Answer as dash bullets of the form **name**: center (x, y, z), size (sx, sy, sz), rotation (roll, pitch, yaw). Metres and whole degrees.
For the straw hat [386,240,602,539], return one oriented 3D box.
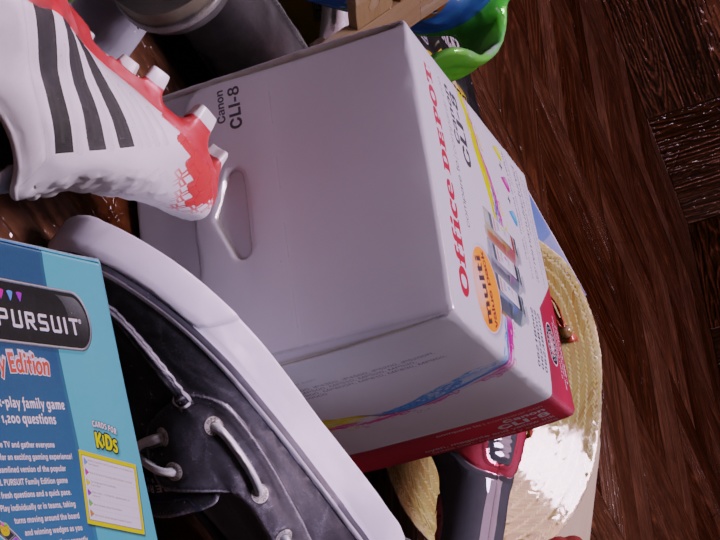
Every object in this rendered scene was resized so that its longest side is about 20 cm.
- **straw hat**: center (0.057, 0.076, 0.956), size (0.201, 0.085, 0.202), rotation (3, 86, -41)

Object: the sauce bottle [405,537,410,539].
- **sauce bottle**: center (0.019, 0.227, 0.744), size (0.065, 0.065, 0.201), rotation (51, 26, -52)

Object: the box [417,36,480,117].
- **box**: center (0.047, -0.148, 1.239), size (0.200, 0.049, 0.160), rotation (36, 38, -64)

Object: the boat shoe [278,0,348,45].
- **boat shoe**: center (-0.053, -0.226, 0.964), size (0.086, 0.074, 0.203), rotation (-33, 114, -67)

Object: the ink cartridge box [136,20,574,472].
- **ink cartridge box**: center (0.000, 0.000, 0.760), size (0.200, 0.144, 0.146), rotation (37, 40, -62)

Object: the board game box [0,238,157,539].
- **board game box**: center (-0.113, 0.089, 0.472), size (0.151, 0.047, 0.201), rotation (19, 55, -70)

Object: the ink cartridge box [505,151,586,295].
- **ink cartridge box**: center (0.066, -0.030, 1.036), size (0.136, 0.076, 0.200), rotation (46, -3, 41)

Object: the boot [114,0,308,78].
- **boot**: center (-0.064, -0.115, 0.795), size (0.182, 0.072, 0.200), rotation (-100, 171, -46)

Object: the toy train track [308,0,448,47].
- **toy train track**: center (0.000, -0.101, 0.807), size (0.033, 0.115, 0.200), rotation (44, -21, 27)

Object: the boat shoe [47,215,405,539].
- **boat shoe**: center (-0.064, 0.068, 0.626), size (0.068, 0.072, 0.200), rotation (-49, 115, -27)

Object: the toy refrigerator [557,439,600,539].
- **toy refrigerator**: center (0.110, 0.168, 1.054), size (0.076, 0.070, 0.200), rotation (61, 30, -35)

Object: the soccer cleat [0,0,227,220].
- **soccer cleat**: center (-0.114, -0.054, 0.576), size (0.085, 0.068, 0.200), rotation (-57, 155, -10)

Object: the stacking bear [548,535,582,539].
- **stacking bear**: center (0.125, 0.241, 0.836), size (0.200, 0.121, 0.114), rotation (-147, -125, -59)

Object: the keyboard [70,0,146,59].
- **keyboard**: center (-0.129, -0.100, 0.684), size (0.056, 0.011, 0.200), rotation (61, 19, -21)

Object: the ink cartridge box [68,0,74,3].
- **ink cartridge box**: center (-0.099, -0.203, 0.634), size (0.084, 0.146, 0.200), rotation (53, 24, -36)

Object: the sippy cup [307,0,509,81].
- **sippy cup**: center (0.011, -0.198, 0.874), size (0.178, 0.140, 0.130), rotation (34, 25, 27)

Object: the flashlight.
- **flashlight**: center (0.049, 0.143, 0.841), size (0.068, 0.068, 0.201), rotation (51, 48, -68)
